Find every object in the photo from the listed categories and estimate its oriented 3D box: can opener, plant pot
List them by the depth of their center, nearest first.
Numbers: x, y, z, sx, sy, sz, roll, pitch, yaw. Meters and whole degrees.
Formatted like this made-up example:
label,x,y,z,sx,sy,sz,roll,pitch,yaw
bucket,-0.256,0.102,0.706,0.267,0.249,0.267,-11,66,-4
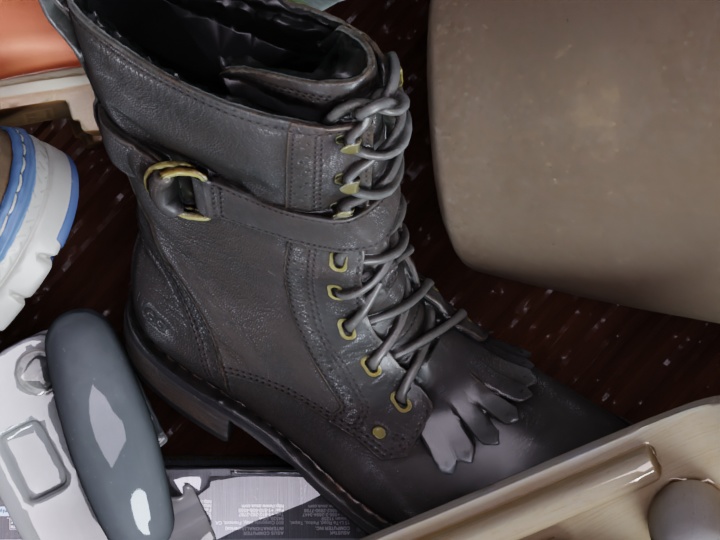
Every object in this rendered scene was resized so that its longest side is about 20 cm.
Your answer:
label,x,y,z,sx,sy,sz,roll,pitch,yaw
can opener,-0.058,0.107,0.783,0.053,0.066,0.200,-26,99,-5
plant pot,0.113,-0.060,0.786,0.175,0.200,0.200,-1,93,11

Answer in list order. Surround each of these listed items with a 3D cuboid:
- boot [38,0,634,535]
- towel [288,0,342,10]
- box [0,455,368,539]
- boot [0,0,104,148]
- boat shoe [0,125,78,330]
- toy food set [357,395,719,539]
label,x,y,z,sx,sy,sz,roll,pitch,yaw
boot,0.000,0.000,0.751,0.200,0.174,0.069,22,58,14
towel,-0.083,-0.113,0.700,0.200,0.171,0.048,14,85,-16
box,-0.055,0.138,0.838,0.200,0.048,0.158,0,93,-5
boot,-0.130,-0.088,0.812,0.200,0.075,0.107,-6,90,-12
boat shoe,-0.168,0.026,0.788,0.072,0.072,0.200,30,109,-28
toy food set,0.053,0.136,0.738,0.200,0.060,0.144,-23,108,11
